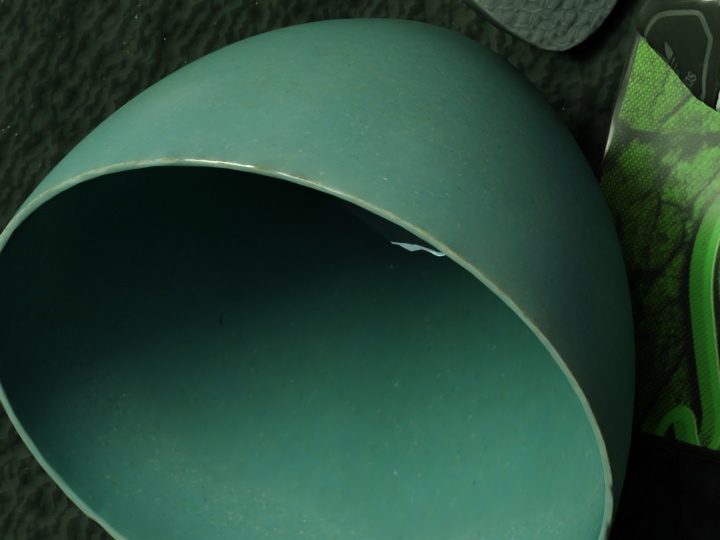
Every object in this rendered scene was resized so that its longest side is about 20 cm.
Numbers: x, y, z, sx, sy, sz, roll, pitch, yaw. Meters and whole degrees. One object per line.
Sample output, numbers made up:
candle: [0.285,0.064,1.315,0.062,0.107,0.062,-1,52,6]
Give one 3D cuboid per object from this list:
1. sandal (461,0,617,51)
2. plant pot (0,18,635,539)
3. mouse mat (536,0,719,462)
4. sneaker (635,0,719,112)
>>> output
sandal: [0.023,-0.162,0.823,0.076,0.201,0.043,-39,17,-5]
plant pot: [0.000,0.000,0.784,0.199,0.201,0.135,-2,41,28]
mouse mat: [0.148,-0.034,0.799,0.160,0.008,0.202,13,85,31]
sneaker: [0.148,-0.138,0.766,0.099,0.070,0.201,28,87,13]
